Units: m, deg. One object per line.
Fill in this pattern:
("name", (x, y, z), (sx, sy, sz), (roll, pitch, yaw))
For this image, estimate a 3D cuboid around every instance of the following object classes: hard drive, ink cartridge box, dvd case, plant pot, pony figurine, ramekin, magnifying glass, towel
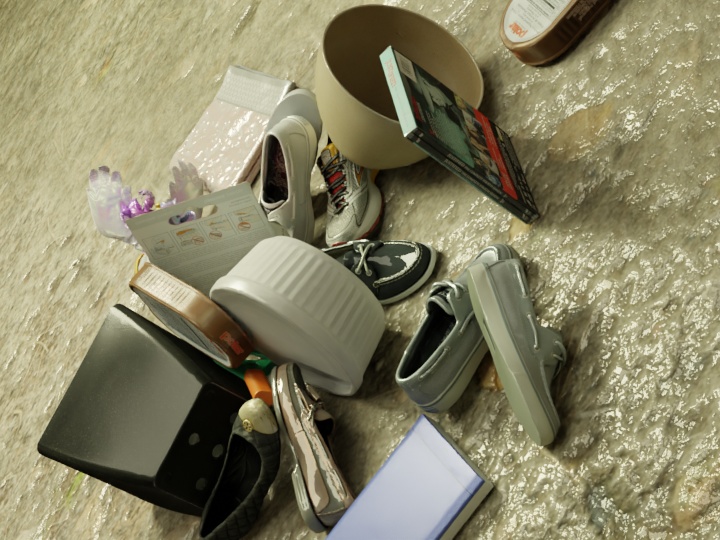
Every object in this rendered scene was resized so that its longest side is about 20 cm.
("hard drive", (0.038, 0.261, 1.539), (0.200, 0.025, 0.132), (-53, 36, 6))
("ink cartridge box", (-0.173, -0.031, 1.819), (0.162, 0.200, 0.050), (-17, 44, 10))
("dvd case", (0.107, -0.145, 1.617), (0.022, 0.200, 0.146), (-39, 40, 23))
("plant pot", (0.028, -0.199, 1.784), (0.135, 0.200, 0.201), (119, 156, -46))
("pony figurine", (-0.277, -0.050, 2.039), (0.200, 0.166, 0.193), (-166, 73, -68))
("ramekin", (-0.063, 0.046, 1.686), (0.202, 0.202, 0.094), (10, 59, 52))
("magnifying glass", (-0.129, 0.119, 1.769), (0.200, 0.079, 0.022), (-135, 54, -72))
("towel", (-0.181, -0.199, 2.140), (0.200, 0.032, 0.191), (25, 84, 55))
("plant pot", (-0.220, 0.186, 1.774), (0.177, 0.200, 0.200), (21, 80, 43))

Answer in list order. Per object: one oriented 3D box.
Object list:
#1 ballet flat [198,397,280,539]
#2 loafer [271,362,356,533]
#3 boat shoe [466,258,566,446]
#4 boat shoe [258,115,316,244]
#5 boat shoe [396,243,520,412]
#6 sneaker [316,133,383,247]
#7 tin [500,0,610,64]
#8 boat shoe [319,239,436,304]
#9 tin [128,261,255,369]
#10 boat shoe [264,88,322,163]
("ballet flat", (-0.133, 0.229, 1.672), (0.066, 0.057, 0.200), (37, 126, 32))
("loafer", (-0.047, 0.188, 1.654), (0.063, 0.072, 0.200), (-23, 61, 15))
("boat shoe", (0.167, 0.074, 1.484), (0.071, 0.070, 0.201), (-17, 64, -5))
("boat shoe", (-0.096, -0.090, 1.847), (0.072, 0.068, 0.200), (30, 127, 27))
("boat shoe", (0.101, 0.048, 1.567), (0.070, 0.071, 0.201), (7, 63, 51))
("sneaker", (-0.023, -0.111, 1.845), (0.078, 0.082, 0.200), (-25, 47, 36))
("tin", (0.241, -0.327, 1.729), (0.200, 0.042, 0.112), (-48, 31, 12))
("boat shoe", (0.000, 0.000, 1.751), (0.200, 0.060, 0.076), (-19, 50, 41))
("tin", (-0.200, 0.054, 1.757), (0.042, 0.112, 0.200), (-51, 41, -12))
("boat shoe", (-0.087, -0.150, 1.899), (0.057, 0.069, 0.200), (-67, -6, -53))
